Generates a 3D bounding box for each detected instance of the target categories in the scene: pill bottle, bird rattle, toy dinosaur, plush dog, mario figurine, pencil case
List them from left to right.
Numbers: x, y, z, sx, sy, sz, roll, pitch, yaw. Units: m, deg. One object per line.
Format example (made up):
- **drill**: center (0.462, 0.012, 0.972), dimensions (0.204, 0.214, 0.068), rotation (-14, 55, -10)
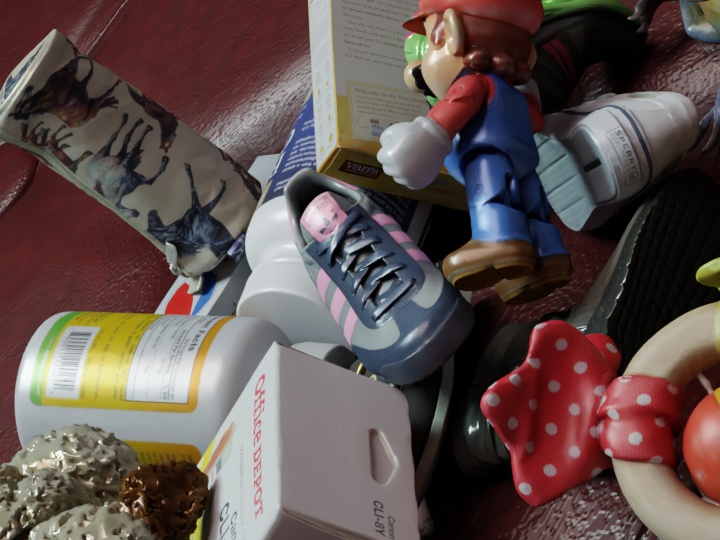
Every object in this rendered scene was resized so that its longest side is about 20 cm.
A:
- **plush dog**: center (-0.165, 0.167, 1.068), dimensions (0.171, 0.160, 0.201), rotation (4, 70, 37)
- **pencil case**: center (-0.158, -0.074, 1.351), dimensions (0.078, 0.200, 0.090), rotation (-20, 39, 53)
- **pill bottle**: center (-0.103, 0.083, 1.264), dimensions (0.199, 0.111, 0.111), rotation (1, 49, 24)
- **pill bottle**: center (-0.011, -0.036, 1.338), dimensions (0.111, 0.111, 0.201), rotation (-15, 40, 40)
- **mario figurine**: center (0.059, -0.079, 1.157), dimensions (0.105, 0.124, 0.201), rotation (-7, 70, -1)
- **bird rattle**: center (0.169, 0.066, 0.982), dimensions (0.199, 0.113, 0.163), rotation (-32, 62, -3)
- **toy dinosaur**: center (0.240, -0.171, 1.237), dimensions (0.181, 0.105, 0.200), rotation (19, 52, 35)

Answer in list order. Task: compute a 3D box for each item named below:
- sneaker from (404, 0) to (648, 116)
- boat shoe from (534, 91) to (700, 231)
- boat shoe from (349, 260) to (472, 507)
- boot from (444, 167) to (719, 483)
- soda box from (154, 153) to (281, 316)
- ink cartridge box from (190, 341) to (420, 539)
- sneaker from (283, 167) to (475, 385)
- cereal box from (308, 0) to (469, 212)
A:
- **sneaker**: center (0.106, -0.129, 1.299), dimensions (0.199, 0.084, 0.077), rotation (-15, 9, -39)
- **boat shoe**: center (0.152, -0.067, 1.200), dimensions (0.066, 0.074, 0.200), rotation (-24, 6, -7)
- **boat shoe**: center (0.022, 0.066, 1.197), dimensions (0.202, 0.060, 0.072), rotation (-77, 6, -50)
- **boot**: center (0.122, 0.028, 1.149), dimensions (0.130, 0.068, 0.201), rotation (-11, 42, 52)
- **soda box**: center (-0.082, 0.013, 1.414), dimensions (0.068, 0.064, 0.200), rotation (-1, 49, 50)
- **ink cartridge box**: center (-0.054, 0.162, 1.098), dimensions (0.200, 0.083, 0.145), rotation (-57, 20, 28)
- **sneaker**: center (0.000, 0.000, 1.154), dimensions (0.070, 0.082, 0.200), rotation (-42, 25, -2)
- **cereal box**: center (0.037, -0.137, 1.326), dimensions (0.040, 0.143, 0.201), rotation (131, 144, -49)
